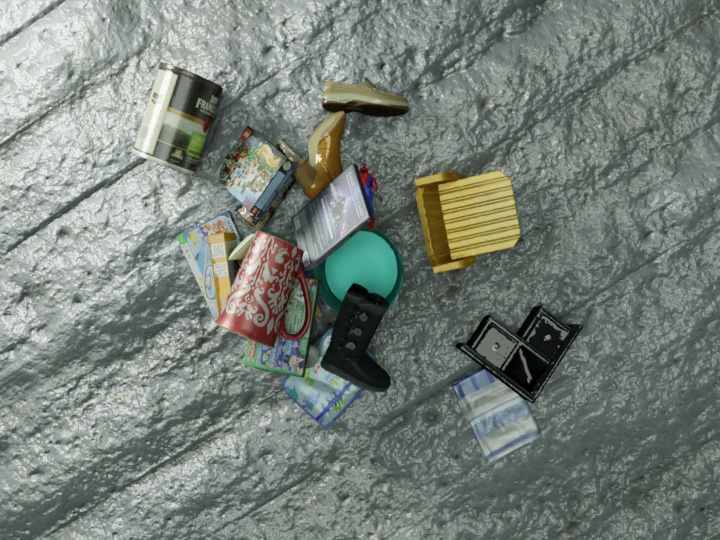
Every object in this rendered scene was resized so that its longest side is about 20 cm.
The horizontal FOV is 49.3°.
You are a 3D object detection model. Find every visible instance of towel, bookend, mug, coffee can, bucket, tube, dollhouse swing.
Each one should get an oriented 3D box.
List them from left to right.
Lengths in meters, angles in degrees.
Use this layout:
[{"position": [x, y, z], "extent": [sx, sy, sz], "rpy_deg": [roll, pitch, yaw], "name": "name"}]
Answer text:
[{"position": [-0.400, -0.328, 1.712], "extent": [0.143, 0.146, 0.205], "rpy_deg": [20, 94, 1], "name": "coffee can"}, {"position": [-0.234, -0.051, 1.691], "extent": [0.050, 0.200, 0.060], "rpy_deg": [7, 93, 4], "name": "tube"}, {"position": [-0.185, 0.042, 1.594], "extent": [0.132, 0.176, 0.205], "rpy_deg": [16, 84, 45], "name": "mug"}, {"position": [0.000, 0.000, 1.715], "extent": [0.201, 0.135, 0.214], "rpy_deg": [0, 94, 2], "name": "bucket"}, {"position": [0.237, -0.115, 1.689], "extent": [0.172, 0.181, 0.206], "rpy_deg": [-10, 92, 23], "name": "dollhouse swing"}, {"position": [0.307, 0.317, 1.773], "extent": [0.144, 0.024, 0.204], "rpy_deg": [-25, 91, 3], "name": "towel"}, {"position": [0.347, 0.146, 1.720], "extent": [0.197, 0.092, 0.202], "rpy_deg": [36, 87, 2], "name": "bookend"}]

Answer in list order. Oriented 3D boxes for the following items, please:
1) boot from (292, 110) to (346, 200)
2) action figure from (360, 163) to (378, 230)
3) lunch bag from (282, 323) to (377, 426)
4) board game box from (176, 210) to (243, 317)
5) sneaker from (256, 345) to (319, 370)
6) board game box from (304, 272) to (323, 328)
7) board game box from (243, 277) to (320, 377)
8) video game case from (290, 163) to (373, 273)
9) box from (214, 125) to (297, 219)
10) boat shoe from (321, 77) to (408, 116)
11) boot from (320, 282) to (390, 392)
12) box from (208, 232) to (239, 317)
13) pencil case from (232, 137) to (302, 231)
[{"position": [-0.061, -0.235, 1.736], "extent": [0.144, 0.070, 0.203], "rpy_deg": [47, 65, -32], "name": "boot"}, {"position": [0.007, -0.168, 1.691], "extent": [0.063, 0.203, 0.053], "rpy_deg": [-2, 129, 3], "name": "action figure"}, {"position": [-0.063, 0.234, 1.759], "extent": [0.200, 0.082, 0.161], "rpy_deg": [-45, 93, 5], "name": "lunch bag"}, {"position": [-0.314, -0.014, 1.779], "extent": [0.133, 0.034, 0.204], "rpy_deg": [-26, 92, 4], "name": "board game box"}, {"position": [-0.166, 0.167, 1.727], "extent": [0.196, 0.074, 0.083], "rpy_deg": [-6, 51, 34], "name": "sneaker"}, {"position": [-0.168, 0.051, 1.720], "extent": [0.154, 0.039, 0.204], "rpy_deg": [-16, 67, -21], "name": "board game box"}, {"position": [-0.164, 0.109, 1.646], "extent": [0.131, 0.029, 0.206], "rpy_deg": [10, 88, 10], "name": "board game box"}, {"position": [-0.063, -0.109, 1.637], "extent": [0.199, 0.019, 0.146], "rpy_deg": [-37, 52, 28], "name": "video game case"}, {"position": [-0.231, -0.216, 1.698], "extent": [0.037, 0.200, 0.138], "rpy_deg": [31, 97, -43], "name": "box"}, {"position": [0.013, -0.390, 1.732], "extent": [0.194, 0.072, 0.078], "rpy_deg": [7, 78, 1], "name": "boat shoe"}, {"position": [0.018, 0.143, 1.641], "extent": [0.161, 0.066, 0.204], "rpy_deg": [19, 115, -5], "name": "boot"}, {"position": [-0.289, 0.021, 1.702], "extent": [0.040, 0.119, 0.206], "rpy_deg": [-5, 92, 2], "name": "box"}, {"position": [-0.202, -0.191, 1.743], "extent": [0.089, 0.078, 0.202], "rpy_deg": [35, 94, 17], "name": "pencil case"}]
